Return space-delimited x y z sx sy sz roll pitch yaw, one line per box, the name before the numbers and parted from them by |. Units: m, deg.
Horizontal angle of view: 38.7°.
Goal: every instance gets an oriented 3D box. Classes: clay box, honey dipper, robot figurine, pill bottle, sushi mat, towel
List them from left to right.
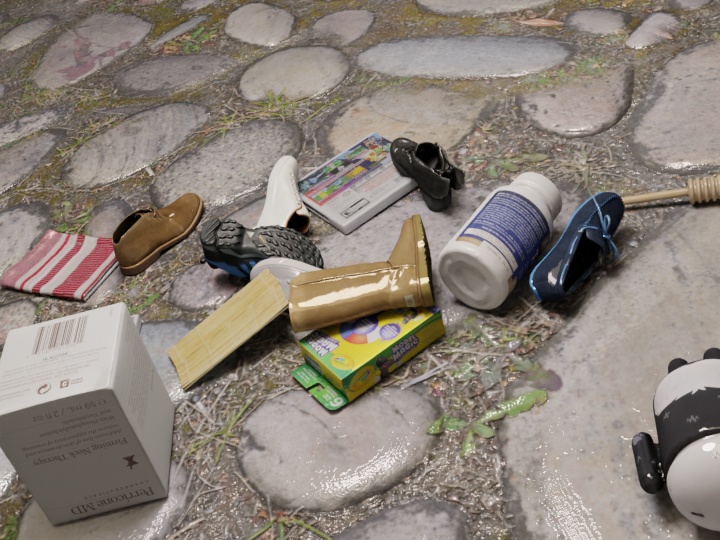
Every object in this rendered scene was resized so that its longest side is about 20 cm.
towel | -0.510 -0.011 1.770 0.197 0.023 0.145 7 45 29
sushi mat | -0.192 0.084 1.481 0.199 0.012 0.096 -39 39 3
clay box | 0.005 0.098 1.403 0.199 0.048 0.115 -33 39 -21
pill bottle | 0.204 -0.048 1.451 0.110 0.112 0.200 16 49 36
honey dipper | 0.425 -0.108 1.498 0.197 0.038 0.038 -7 38 17
robot figurine | 0.379 0.179 1.092 0.123 0.151 0.202 21 38 -10

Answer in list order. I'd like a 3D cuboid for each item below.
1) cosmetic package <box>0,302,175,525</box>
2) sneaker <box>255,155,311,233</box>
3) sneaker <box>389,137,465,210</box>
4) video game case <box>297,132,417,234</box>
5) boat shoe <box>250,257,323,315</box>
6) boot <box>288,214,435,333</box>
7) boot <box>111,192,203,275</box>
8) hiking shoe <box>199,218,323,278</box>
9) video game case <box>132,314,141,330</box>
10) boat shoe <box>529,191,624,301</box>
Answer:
cosmetic package | -0.350 0.183 1.316 0.165 0.202 0.167 -15 37 4
sneaker | -0.113 -0.104 1.685 0.083 0.073 0.202 0 55 15
sneaker | 0.104 -0.174 1.632 0.059 0.105 0.201 -23 53 -12
video game case | 0.000 -0.152 1.737 0.199 0.023 0.182 -35 41 -19
boat shoe | -0.088 0.038 1.507 0.197 0.073 0.069 16 48 24
boot | 0.000 0.000 1.435 0.197 0.067 0.176 -11 38 9
boot | -0.344 -0.082 1.748 0.073 0.076 0.200 12 45 36
hiking shoe | -0.153 -0.024 1.598 0.197 0.087 0.075 16 55 4
video game case | -0.437 0.138 1.559 0.197 0.018 0.144 -12 38 8
boat shoe | 0.316 -0.026 1.413 0.068 0.084 0.201 5 54 55
